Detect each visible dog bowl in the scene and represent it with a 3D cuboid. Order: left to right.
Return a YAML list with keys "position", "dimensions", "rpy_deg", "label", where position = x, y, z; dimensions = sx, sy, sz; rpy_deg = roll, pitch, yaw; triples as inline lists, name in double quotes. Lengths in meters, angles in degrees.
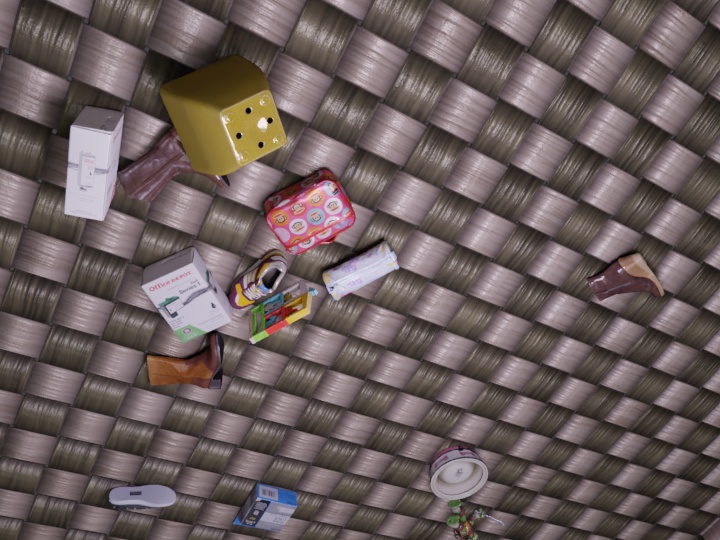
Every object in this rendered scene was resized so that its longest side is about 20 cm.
- position: [0.321, 0.670, 2.135]
  dimensions: [0.199, 0.074, 0.201]
  rpy_deg: [-5, 121, -8]
  label: "dog bowl"

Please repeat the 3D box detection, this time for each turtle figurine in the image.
- position: [0.400, 0.898, 2.253]
  dimensions: [0.144, 0.200, 0.194]
  rpy_deg: [-51, 118, -19]
  label: "turtle figurine"

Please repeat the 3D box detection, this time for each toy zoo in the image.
- position: [-0.199, 0.098, 1.645]
  dimensions: [0.199, 0.131, 0.020]
  rpy_deg: [-29, 122, 8]
  label: "toy zoo"

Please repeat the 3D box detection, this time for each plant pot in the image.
- position: [-0.258, -0.306, 1.308]
  dimensions: [0.194, 0.200, 0.196]
  rpy_deg: [-32, 126, -21]
  label: "plant pot"

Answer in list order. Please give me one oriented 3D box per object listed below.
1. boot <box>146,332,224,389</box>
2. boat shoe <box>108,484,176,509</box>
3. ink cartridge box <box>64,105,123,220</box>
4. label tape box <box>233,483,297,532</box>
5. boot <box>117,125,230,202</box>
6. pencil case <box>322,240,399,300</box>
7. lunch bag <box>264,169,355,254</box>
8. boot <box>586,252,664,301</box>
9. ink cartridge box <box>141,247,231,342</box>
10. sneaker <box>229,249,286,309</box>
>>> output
- position: [-0.474, 0.239, 1.733]
  dimensions: [0.199, 0.069, 0.189]
  rpy_deg: [7, 127, -7]
  label: "boot"
- position: [-0.669, 0.703, 1.967]
  dimensions: [0.199, 0.069, 0.057]
  rpy_deg: [5, 128, -8]
  label: "boat shoe"
- position: [-0.566, -0.231, 1.361]
  dimensions: [0.082, 0.147, 0.201]
  rpy_deg: [10, 118, -15]
  label: "ink cartridge box"
- position: [-0.313, 0.799, 2.093]
  dimensions: [0.143, 0.066, 0.201]
  rpy_deg: [21, 113, -22]
  label: "label tape box"
- position: [-0.425, -0.205, 1.453]
  dimensions: [0.200, 0.064, 0.186]
  rpy_deg: [-39, 107, 10]
  label: "boot"
- position: [0.000, 0.000, 1.650]
  dimensions: [0.199, 0.091, 0.083]
  rpy_deg: [-27, 83, 4]
  label: "pencil case"
- position: [-0.117, -0.131, 1.556]
  dimensions: [0.199, 0.082, 0.176]
  rpy_deg: [-28, 126, 8]
  label: "lunch bag"
- position: [0.769, 0.042, 1.855]
  dimensions: [0.166, 0.073, 0.200]
  rpy_deg: [-34, 124, 24]
  label: "boot"
- position: [-0.434, 0.062, 1.604]
  dimensions: [0.146, 0.084, 0.200]
  rpy_deg: [-25, 123, 4]
  label: "ink cartridge box"
- position: [-0.264, 0.037, 1.619]
  dimensions: [0.075, 0.090, 0.200]
  rpy_deg: [34, 109, -27]
  label: "sneaker"
